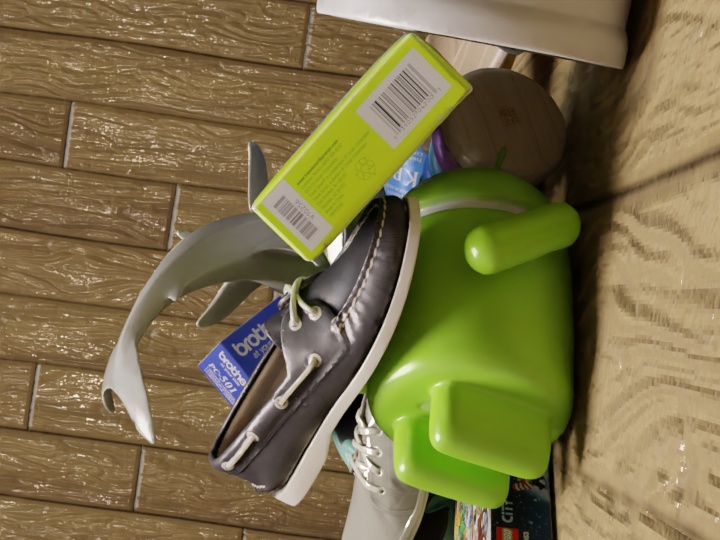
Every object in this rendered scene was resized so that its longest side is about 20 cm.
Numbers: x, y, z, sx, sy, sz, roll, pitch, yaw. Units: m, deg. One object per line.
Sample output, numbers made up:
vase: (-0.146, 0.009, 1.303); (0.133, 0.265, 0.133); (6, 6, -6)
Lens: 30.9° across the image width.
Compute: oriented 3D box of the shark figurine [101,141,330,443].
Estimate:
shark figurine: (-0.068, 0.005, 0.764); (0.214, 0.089, 0.130); (-28, -58, -49)

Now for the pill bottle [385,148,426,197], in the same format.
pill bottle: (0.064, -0.083, 1.351); (0.113, 0.110, 0.203); (-86, 3, -67)

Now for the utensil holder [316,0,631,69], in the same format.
utensil holder: (0.075, -0.220, 0.681); (0.170, 0.167, 0.203); (-91, 11, -79)

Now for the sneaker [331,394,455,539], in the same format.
sneaker: (0.052, 0.186, 0.997); (0.141, 0.077, 0.201); (56, -175, -34)

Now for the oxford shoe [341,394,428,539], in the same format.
oxford shoe: (0.018, 0.119, 0.878); (0.075, 0.057, 0.203); (38, 113, 53)

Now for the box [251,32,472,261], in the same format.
box: (0.003, -0.077, 0.737); (0.122, 0.048, 0.200); (-47, 6, 8)

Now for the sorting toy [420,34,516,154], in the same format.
sorting toy: (0.108, -0.203, 0.978); (0.201, 0.036, 0.186); (-57, 18, 36)

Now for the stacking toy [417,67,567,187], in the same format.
stacking toy: (0.067, -0.050, 0.897); (0.200, 0.084, 0.087); (121, 159, -59)

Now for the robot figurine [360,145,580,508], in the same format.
robot figurine: (0.064, 0.028, 0.745); (0.176, 0.114, 0.202); (129, 153, -51)

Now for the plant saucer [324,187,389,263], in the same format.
plant saucer: (0.000, 0.000, 0.935); (0.200, 0.049, 0.204); (-179, 90, -83)

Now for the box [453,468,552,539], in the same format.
box: (0.086, 0.140, 0.825); (0.202, 0.037, 0.138); (-84, 3, -49)

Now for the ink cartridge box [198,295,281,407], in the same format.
ink cartridge box: (-0.031, 0.054, 1.048); (0.200, 0.094, 0.044); (-39, -2, -44)

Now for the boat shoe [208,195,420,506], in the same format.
boat shoe: (-0.026, 0.041, 0.715); (0.074, 0.060, 0.202); (-88, 22, -58)

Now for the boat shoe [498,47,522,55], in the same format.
boat shoe: (0.076, -0.201, 0.883); (0.070, 0.066, 0.201); (-60, 17, 24)
